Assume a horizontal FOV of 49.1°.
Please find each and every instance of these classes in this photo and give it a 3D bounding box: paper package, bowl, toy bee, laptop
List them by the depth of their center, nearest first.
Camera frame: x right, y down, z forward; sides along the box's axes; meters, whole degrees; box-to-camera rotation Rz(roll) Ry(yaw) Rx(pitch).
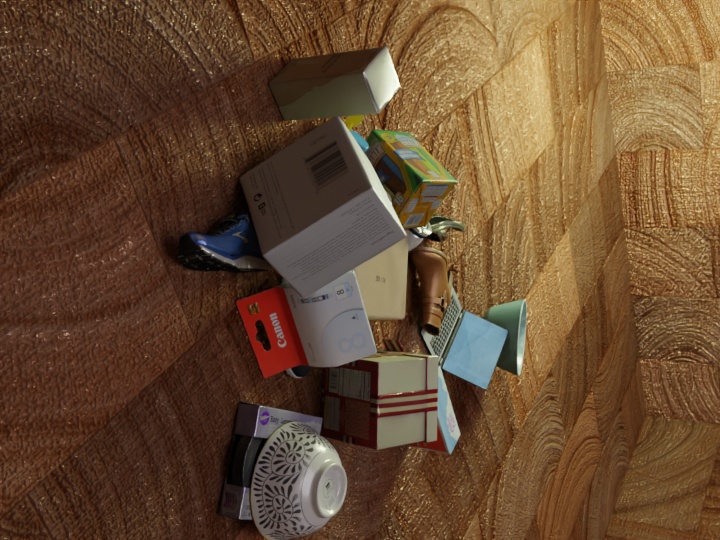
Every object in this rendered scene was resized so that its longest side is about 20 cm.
[{"bbox_3d":[-0.085,0.359,1.315,0.200,0.094,0.202,-4,95,-56],"label":"bowl"},{"bbox_3d":[-0.037,-0.230,1.408,0.108,0.200,0.131,29,96,-33],"label":"toy bee"},{"bbox_3d":[0.000,0.000,1.510,0.200,0.103,0.192,8,85,-56],"label":"paper package"},{"bbox_3d":[0.252,0.147,1.897,0.188,0.115,0.201,-61,139,-36],"label":"laptop"},{"bbox_3d":[0.375,0.172,2.074,0.201,0.104,0.202,4,90,-73],"label":"bowl"}]

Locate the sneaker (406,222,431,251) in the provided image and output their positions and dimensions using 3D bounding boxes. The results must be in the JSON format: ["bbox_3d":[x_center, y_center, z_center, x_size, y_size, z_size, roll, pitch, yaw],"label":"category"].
[{"bbox_3d":[0.095,-0.106,1.663,0.076,0.081,0.200,32,25,-13],"label":"sneaker"}]

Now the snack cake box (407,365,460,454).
[{"bbox_3d":[0.136,0.300,1.725,0.067,0.114,0.201,-50,132,-44],"label":"snack cake box"}]

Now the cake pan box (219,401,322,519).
[{"bbox_3d":[-0.150,0.327,1.342,0.200,0.052,0.185,29,65,-54],"label":"cake pan box"}]

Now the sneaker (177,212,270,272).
[{"bbox_3d":[-0.212,-0.045,1.216,0.200,0.078,0.090,7,79,-65],"label":"sneaker"}]

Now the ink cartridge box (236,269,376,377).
[{"bbox_3d":[-0.087,0.093,1.311,0.047,0.199,0.161,-120,-167,-63],"label":"ink cartridge box"}]

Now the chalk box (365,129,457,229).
[{"bbox_3d":[0.062,-0.191,1.532,0.124,0.200,0.124,-10,142,-50],"label":"chalk box"}]

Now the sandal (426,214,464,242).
[{"bbox_3d":[0.163,-0.094,1.797,0.200,0.080,0.058,-9,116,-50],"label":"sandal"}]

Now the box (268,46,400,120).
[{"bbox_3d":[-0.044,-0.314,1.334,0.095,0.199,0.078,-56,135,-39],"label":"box"}]

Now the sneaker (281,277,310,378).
[{"bbox_3d":[-0.083,0.094,1.377,0.073,0.111,0.201,-11,101,-56],"label":"sneaker"}]

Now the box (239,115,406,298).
[{"bbox_3d":[-0.063,-0.101,1.251,0.131,0.199,0.199,50,13,-46],"label":"box"}]

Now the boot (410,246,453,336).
[{"bbox_3d":[0.156,0.047,1.775,0.200,0.073,0.156,44,54,-49],"label":"boot"}]

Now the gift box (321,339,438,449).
[{"bbox_3d":[0.036,0.232,1.514,0.186,0.199,0.186,2,94,-42],"label":"gift box"}]
